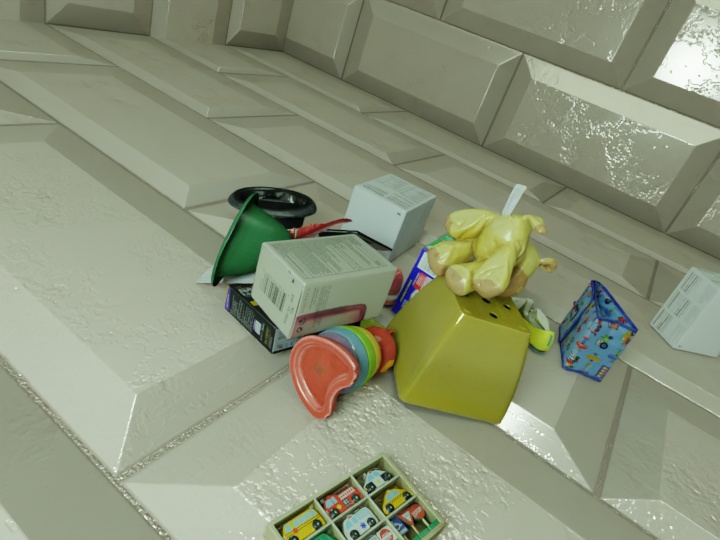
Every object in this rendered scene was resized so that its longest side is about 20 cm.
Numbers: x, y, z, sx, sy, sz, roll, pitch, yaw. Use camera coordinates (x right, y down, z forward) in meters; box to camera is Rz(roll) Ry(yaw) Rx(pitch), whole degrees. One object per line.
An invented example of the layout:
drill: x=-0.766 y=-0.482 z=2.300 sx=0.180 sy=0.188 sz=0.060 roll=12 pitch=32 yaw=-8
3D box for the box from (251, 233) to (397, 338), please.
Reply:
box: x=-0.061 y=0.019 z=0.848 sx=0.200 sy=0.109 sz=0.128 roll=-8 pitch=38 yaw=-41

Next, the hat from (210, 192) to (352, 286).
hat: x=-0.133 y=-0.028 z=0.864 sx=0.176 sy=0.200 sz=0.166 roll=25 pitch=8 yaw=-6

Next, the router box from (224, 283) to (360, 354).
router box: x=-0.118 y=0.067 z=0.914 sx=0.200 sy=0.052 sz=0.157 roll=-10 pitch=33 yaw=-43

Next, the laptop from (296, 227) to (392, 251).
laptop: x=-0.072 y=-0.027 z=1.074 sx=0.187 sy=0.116 sz=0.200 roll=7 pitch=-10 yaw=40

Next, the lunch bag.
lunch bag: x=0.518 y=0.123 z=1.141 sx=0.094 sy=0.151 sz=0.200 roll=20 pitch=29 yaw=0

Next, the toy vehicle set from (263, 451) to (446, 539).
toy vehicle set: x=-0.002 y=0.315 z=0.612 sx=0.200 sy=0.027 sz=0.124 roll=-13 pitch=43 yaw=-45

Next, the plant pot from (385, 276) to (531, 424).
plant pot: x=0.181 y=0.120 z=0.891 sx=0.200 sy=0.177 sz=0.200 roll=18 pitch=29 yaw=-15

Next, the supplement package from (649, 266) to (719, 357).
supplement package: x=0.934 y=0.115 z=1.367 sx=0.156 sy=0.200 sz=0.111 roll=12 pitch=30 yaw=-14

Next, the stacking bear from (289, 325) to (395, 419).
stacking bear: x=-0.011 y=0.142 z=0.828 sx=0.114 sy=0.122 sz=0.200 roll=44 pitch=26 yaw=23

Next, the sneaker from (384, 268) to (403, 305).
sneaker: x=0.000 y=0.000 z=1.086 sx=0.200 sy=0.087 sz=0.074 roll=19 pitch=28 yaw=1

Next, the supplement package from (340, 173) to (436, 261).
supplement package: x=0.072 y=-0.140 z=1.305 sx=0.151 sy=0.152 sz=0.200 roll=30 pitch=30 yaw=18

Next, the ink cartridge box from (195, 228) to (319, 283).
ink cartridge box: x=-0.192 y=-0.015 z=0.976 sx=0.162 sy=0.050 sz=0.200 roll=0 pitch=34 yaw=34

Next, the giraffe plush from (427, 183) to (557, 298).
giraffe plush: x=0.238 y=-0.023 z=0.854 sx=0.162 sy=0.200 sz=0.173 roll=39 pitch=7 yaw=-48

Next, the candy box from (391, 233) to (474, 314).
candy box: x=0.170 y=0.010 z=1.094 sx=0.077 sy=0.169 sz=0.200 roll=34 pitch=32 yaw=17

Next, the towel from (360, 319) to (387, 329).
towel: x=-0.039 y=0.118 z=0.936 sx=0.086 sy=0.018 sz=0.200 roll=38 pitch=33 yaw=28

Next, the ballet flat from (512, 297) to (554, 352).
ballet flat: x=0.390 y=0.106 z=1.177 sx=0.067 sy=0.067 sz=0.200 roll=8 pitch=31 yaw=-21

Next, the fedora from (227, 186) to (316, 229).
fedora: x=-0.203 y=-0.125 z=1.159 sx=0.200 sy=0.092 sz=0.201 roll=7 pitch=26 yaw=-4
